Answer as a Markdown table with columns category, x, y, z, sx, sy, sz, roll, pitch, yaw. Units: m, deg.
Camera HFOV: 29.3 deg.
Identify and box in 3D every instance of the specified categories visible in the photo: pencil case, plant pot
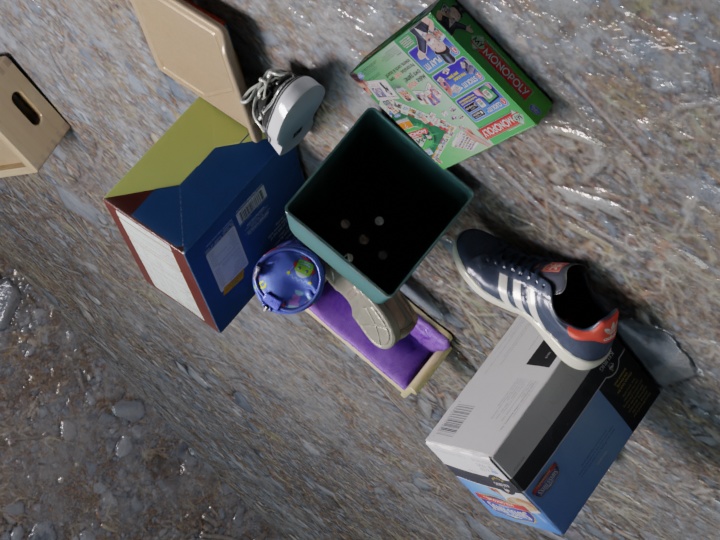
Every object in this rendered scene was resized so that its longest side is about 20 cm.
| category | x | y | z | sx | sy | sz | roll | pitch | yaw |
| --- | --- | --- | --- | --- | --- | --- | --- | --- | --- |
| pencil case | -0.081 | 0.007 | 1.609 | 0.078 | 0.087 | 0.200 | 42 | -177 | -3 |
| plant pot | 0.012 | -0.051 | 1.473 | 0.141 | 0.142 | 0.200 | 39 | 169 | 3 |

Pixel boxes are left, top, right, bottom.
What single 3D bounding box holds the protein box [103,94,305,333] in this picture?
| category | x | y | z | sx | sy | sz | roll | pitch | yaw |
| --- | --- | --- | --- | --- | --- | --- | --- | --- | --- |
| protein box | -0.176 | -0.072 | 1.680 | 0.134 | 0.199 | 0.200 | 32 | 160 | 23 |

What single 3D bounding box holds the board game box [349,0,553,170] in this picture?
| category | x | y | z | sx | sy | sz | roll | pitch | yaw |
| --- | --- | --- | --- | --- | --- | --- | --- | --- | --- |
| board game box | 0.077 | -0.166 | 1.258 | 0.135 | 0.029 | 0.200 | 44 | 161 | -10 |

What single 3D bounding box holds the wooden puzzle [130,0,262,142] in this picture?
| category | x | y | z | sx | sy | sz | roll | pitch | yaw |
| --- | --- | --- | --- | --- | --- | --- | --- | --- | --- |
| wooden puzzle | -0.188 | -0.254 | 1.559 | 0.200 | 0.037 | 0.186 | 40 | 162 | 26 |

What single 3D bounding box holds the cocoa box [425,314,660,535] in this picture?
| category | x | y | z | sx | sy | sz | roll | pitch | yaw |
| --- | --- | --- | --- | --- | --- | --- | --- | --- | --- |
| cocoa box | 0.196 | 0.157 | 1.476 | 0.131 | 0.200 | 0.133 | 47 | 159 | -22 |

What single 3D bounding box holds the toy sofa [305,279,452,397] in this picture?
| category | x | y | z | sx | sy | sz | roll | pitch | yaw |
| --- | --- | --- | --- | --- | --- | --- | --- | --- | --- |
| toy sofa | 0.019 | 0.069 | 1.799 | 0.200 | 0.083 | 0.098 | 41 | 162 | 1 |

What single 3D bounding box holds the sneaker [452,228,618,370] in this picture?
| category | x | y | z | sx | sy | sz | roll | pitch | yaw |
| --- | --- | --- | --- | --- | --- | --- | --- | --- | --- |
| sneaker | 0.181 | 0.008 | 1.396 | 0.200 | 0.075 | 0.085 | 38 | 143 | 17 |

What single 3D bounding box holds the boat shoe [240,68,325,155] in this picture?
| category | x | y | z | sx | sy | sz | roll | pitch | yaw |
| --- | --- | --- | --- | --- | --- | --- | --- | --- | --- |
| boat shoe | -0.085 | -0.180 | 1.473 | 0.068 | 0.074 | 0.199 | 46 | 176 | 1 |

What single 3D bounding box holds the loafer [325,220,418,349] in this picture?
| category | x | y | z | sx | sy | sz | roll | pitch | yaw |
| --- | --- | --- | --- | --- | --- | --- | --- | --- | --- |
| loafer | 0.000 | 0.000 | 1.711 | 0.072 | 0.063 | 0.201 | -32 | 89 | 52 |

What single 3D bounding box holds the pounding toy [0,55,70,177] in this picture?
| category | x | y | z | sx | sy | sz | roll | pitch | yaw |
| --- | --- | --- | --- | --- | --- | --- | --- | --- | --- |
| pounding toy | -0.565 | -0.238 | 2.196 | 0.183 | 0.143 | 0.200 | -2 | 139 | 43 |
